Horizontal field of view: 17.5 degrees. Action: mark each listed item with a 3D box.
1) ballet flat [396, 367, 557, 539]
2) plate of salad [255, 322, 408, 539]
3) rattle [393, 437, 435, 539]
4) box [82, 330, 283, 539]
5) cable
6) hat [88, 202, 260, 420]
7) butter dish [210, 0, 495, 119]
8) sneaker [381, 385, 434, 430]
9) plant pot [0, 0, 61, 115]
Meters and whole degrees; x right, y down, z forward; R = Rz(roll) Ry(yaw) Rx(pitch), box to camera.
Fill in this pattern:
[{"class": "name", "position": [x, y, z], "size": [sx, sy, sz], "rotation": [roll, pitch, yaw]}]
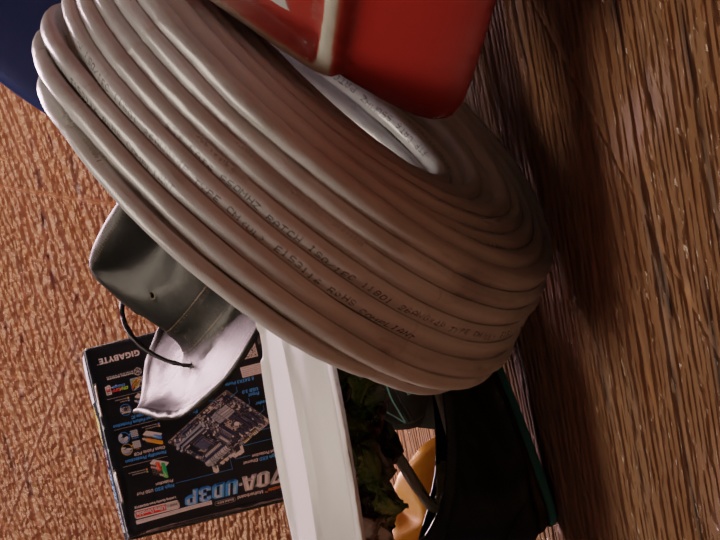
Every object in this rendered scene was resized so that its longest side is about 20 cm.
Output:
[{"class": "ballet flat", "position": [0.028, 0.024, 0.981], "size": [0.068, 0.068, 0.201], "rotation": [98, 159, -79]}, {"class": "plate of salad", "position": [-0.007, 0.064, 0.924], "size": [0.200, 0.048, 0.202], "rotation": [170, 90, -82]}, {"class": "rattle", "position": [0.014, 0.144, 1.014], "size": [0.200, 0.130, 0.144], "rotation": [13, -85, -55]}, {"class": "box", "position": [-0.114, 0.119, 1.906], "size": [0.046, 0.199, 0.160], "rotation": [128, 128, -79]}, {"class": "cable", "position": [-0.018, -0.040, 0.805], "size": [0.199, 0.069, 0.200], "rotation": [27, -160, -39]}, {"class": "hat", "position": [-0.077, -0.024, 1.096], "size": [0.081, 0.201, 0.201], "rotation": [35, -176, -13]}, {"class": "butter dish", "position": [-0.016, -0.166, 0.690], "size": [0.199, 0.148, 0.200], "rotation": [34, 167, 5]}, {"class": "sneaker", "position": [0.010, 0.033, 1.127], "size": [0.200, 0.079, 0.076], "rotation": [91, 165, -62]}, {"class": "plant pot", "position": [-0.106, -0.163, 0.977], "size": [0.200, 0.179, 0.201], "rotation": [-116, 43, -71]}]
